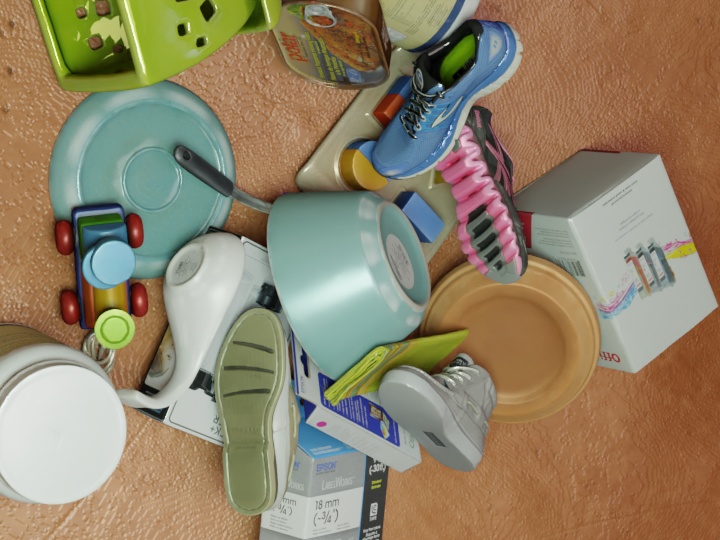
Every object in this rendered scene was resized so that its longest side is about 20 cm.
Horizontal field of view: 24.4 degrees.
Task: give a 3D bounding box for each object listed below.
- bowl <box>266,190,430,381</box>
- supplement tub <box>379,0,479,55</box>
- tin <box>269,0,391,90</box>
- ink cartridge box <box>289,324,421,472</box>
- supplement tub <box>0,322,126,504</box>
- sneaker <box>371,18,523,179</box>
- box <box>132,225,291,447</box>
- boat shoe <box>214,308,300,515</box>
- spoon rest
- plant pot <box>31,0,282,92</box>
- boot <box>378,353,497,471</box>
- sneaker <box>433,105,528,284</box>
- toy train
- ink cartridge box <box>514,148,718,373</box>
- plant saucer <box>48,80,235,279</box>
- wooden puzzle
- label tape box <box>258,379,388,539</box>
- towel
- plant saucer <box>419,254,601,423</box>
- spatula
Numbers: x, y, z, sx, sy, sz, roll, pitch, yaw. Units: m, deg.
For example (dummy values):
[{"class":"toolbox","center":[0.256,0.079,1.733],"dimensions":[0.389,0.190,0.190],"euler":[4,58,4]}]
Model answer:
[{"class":"bowl","center":[0.000,0.000,1.671],"dimensions":[0.104,0.201,0.202],"euler":[-21,112,21]},{"class":"supplement tub","center":[0.014,-0.315,1.678],"dimensions":[0.199,0.144,0.146],"euler":[20,87,-29]},{"class":"tin","center":[-0.029,-0.234,1.647],"dimensions":[0.111,0.200,0.042],"euler":[2,73,8]},{"class":"ink cartridge box","center":[-0.013,0.130,1.715],"dimensions":[0.200,0.037,0.095],"euler":[35,36,-42]},{"class":"supplement tub","center":[-0.305,0.131,1.527],"dimensions":[0.144,0.200,0.147],"euler":[-4,98,-28]},{"class":"sneaker","center":[0.071,-0.179,1.679],"dimensions":[0.089,0.079,0.200],"euler":[13,121,-51]},{"class":"box","center":[-0.135,0.071,1.680],"dimensions":[0.116,0.060,0.202],"euler":[29,82,-42]},{"class":"boat shoe","center":[-0.099,0.137,1.648],"dimensions":[0.068,0.074,0.202],"euler":[-3,98,-69]},{"class":"spoon rest","center":[-0.170,0.050,1.609],"dimensions":[0.061,0.099,0.201],"euler":[44,60,-38]},{"class":"plant pot","center":[-0.193,-0.286,1.544],"dimensions":[0.180,0.198,0.202],"euler":[-23,106,-30]},{"class":"boot","center":[0.084,0.125,1.726],"dimensions":[0.200,0.073,0.096],"euler":[55,50,-52]},{"class":"sneaker","center":[0.139,-0.086,1.757],"dimensions":[0.095,0.079,0.202],"euler":[-18,86,-45]},{"class":"toy train","center":[-0.238,0.047,1.585],"dimensions":[0.084,0.116,0.202],"euler":[-6,108,-14]},{"class":"ink cartridge box","center":[0.275,-0.012,1.858],"dimensions":[0.144,0.145,0.201],"euler":[-33,111,-23]},{"class":"plant saucer","center":[-0.209,-0.090,1.652],"dimensions":[0.198,0.027,0.202],"euler":[-4,97,-29]},{"class":"wooden puzzle","center":[0.053,-0.111,1.781],"dimensions":[0.185,0.046,0.200],"euler":[45,75,-26]},{"class":"label tape box","center":[-0.034,0.215,1.735],"dimensions":[0.144,0.063,0.202],"euler":[-2,99,-55]},{"class":"towel","center":[0.042,0.097,1.709],"dimensions":[0.018,0.086,0.199],"euler":[56,25,14]},{"class":"plant saucer","center":[0.160,0.080,1.803],"dimensions":[0.198,0.038,0.202],"euler":[4,113,8]},{"class":"spatula","center":[-0.117,-0.074,1.681],"dimensions":[0.199,0.020,0.057],"euler":[31,63,-38]}]
